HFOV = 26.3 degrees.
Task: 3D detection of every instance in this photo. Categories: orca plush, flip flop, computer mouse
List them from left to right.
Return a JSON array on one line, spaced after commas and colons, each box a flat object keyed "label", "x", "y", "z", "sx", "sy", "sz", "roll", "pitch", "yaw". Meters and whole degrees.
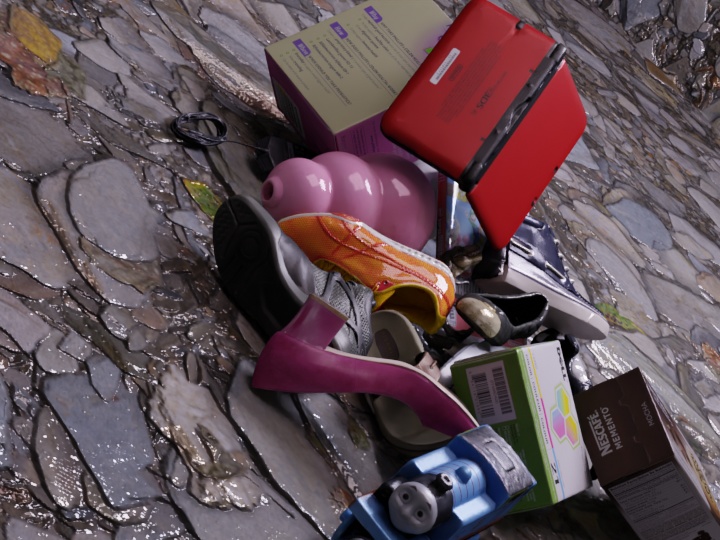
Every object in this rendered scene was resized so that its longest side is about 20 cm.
[{"label": "computer mouse", "x": -0.120, "y": -0.124, "z": 1.653, "sx": 0.199, "sy": 0.034, "sz": 0.059, "roll": 19, "pitch": 49, "yaw": -32}, {"label": "flip flop", "x": 0.043, "y": 0.097, "z": 1.422, "sx": 0.200, "sy": 0.081, "sz": 0.058, "roll": -115, "pitch": -171, "yaw": -47}, {"label": "orca plush", "x": 0.214, "y": 0.143, "z": 1.680, "sx": 0.105, "sy": 0.071, "sz": 0.201, "roll": 86, "pitch": -12, "yaw": -55}]

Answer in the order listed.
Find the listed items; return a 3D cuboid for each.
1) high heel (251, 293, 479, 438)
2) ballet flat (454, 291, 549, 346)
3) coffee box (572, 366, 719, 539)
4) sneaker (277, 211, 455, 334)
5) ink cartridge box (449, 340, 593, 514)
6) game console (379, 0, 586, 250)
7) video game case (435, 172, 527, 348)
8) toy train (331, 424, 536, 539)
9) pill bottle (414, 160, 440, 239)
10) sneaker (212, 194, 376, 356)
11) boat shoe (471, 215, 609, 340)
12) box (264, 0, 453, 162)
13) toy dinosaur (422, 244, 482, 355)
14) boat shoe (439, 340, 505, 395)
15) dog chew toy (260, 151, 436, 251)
[{"label": "high heel", "x": 0.007, "y": 0.113, "z": 1.330, "sx": 0.200, "sy": 0.096, "sz": 0.067, "roll": 36, "pitch": -6, "yaw": -6}, {"label": "ballet flat", "x": 0.144, "y": 0.040, "z": 1.580, "sx": 0.066, "sy": 0.057, "sz": 0.200, "roll": 47, "pitch": 14, "yaw": 14}, {"label": "coffee box", "x": 0.292, "y": 0.202, "z": 1.538, "sx": 0.200, "sy": 0.080, "sz": 0.113, "roll": 51, "pitch": 18, "yaw": -44}, {"label": "sneaker", "x": 0.000, "y": 0.000, "z": 1.523, "sx": 0.199, "sy": 0.073, "sz": 0.077, "roll": 19, "pitch": 44, "yaw": -1}, {"label": "ink cartridge box", "x": 0.178, "y": 0.144, "z": 1.493, "sx": 0.200, "sy": 0.076, "sz": 0.148, "roll": -6, "pitch": 82, "yaw": -59}, {"label": "game console", "x": 0.135, "y": -0.157, "z": 1.646, "sx": 0.172, "sy": 0.200, "sz": 0.119, "roll": 32, "pitch": -22, "yaw": 9}, {"label": "video game case", "x": 0.137, "y": -0.012, "z": 1.717, "sx": 0.143, "sy": 0.017, "sz": 0.201, "roll": 19, "pitch": 66, "yaw": -41}, {"label": "toy train", "x": 0.058, "y": 0.193, "z": 1.247, "sx": 0.087, "sy": 0.114, "sz": 0.200, "roll": 48, "pitch": 24, "yaw": 18}, {"label": "pill bottle", "x": 0.042, "y": -0.133, "z": 1.803, "sx": 0.114, "sy": 0.114, "sz": 0.200, "roll": 20, "pitch": 31, "yaw": -40}, {"label": "sneaker", "x": -0.058, "y": 0.015, "z": 1.440, "sx": 0.200, "sy": 0.076, "sz": 0.114, "roll": 51, "pitch": 23, "yaw": 16}, {"label": "boat shoe", "x": 0.214, "y": 0.004, "z": 1.721, "sx": 0.200, "sy": 0.075, "sz": 0.093, "roll": 29, "pitch": 68, "yaw": -36}, {"label": "box", "x": 0.022, "y": -0.208, "z": 1.731, "sx": 0.176, "sy": 0.199, "sz": 0.097, "roll": 52, "pitch": -17, "yaw": 39}, {"label": "toy dinosaur", "x": 0.073, "y": 0.043, "z": 1.599, "sx": 0.088, "sy": 0.047, "sz": 0.200, "roll": 51, "pitch": 46, "yaw": 6}, {"label": "boat shoe", "x": 0.117, "y": 0.112, "z": 1.541, "sx": 0.062, "sy": 0.072, "sz": 0.200, "roll": 50, "pitch": 23, "yaw": 10}, {"label": "dog chew toy", "x": -0.017, "y": -0.069, "z": 1.601, "sx": 0.199, "sy": 0.125, "sz": 0.125, "roll": 8, "pitch": 39, "yaw": -39}]
